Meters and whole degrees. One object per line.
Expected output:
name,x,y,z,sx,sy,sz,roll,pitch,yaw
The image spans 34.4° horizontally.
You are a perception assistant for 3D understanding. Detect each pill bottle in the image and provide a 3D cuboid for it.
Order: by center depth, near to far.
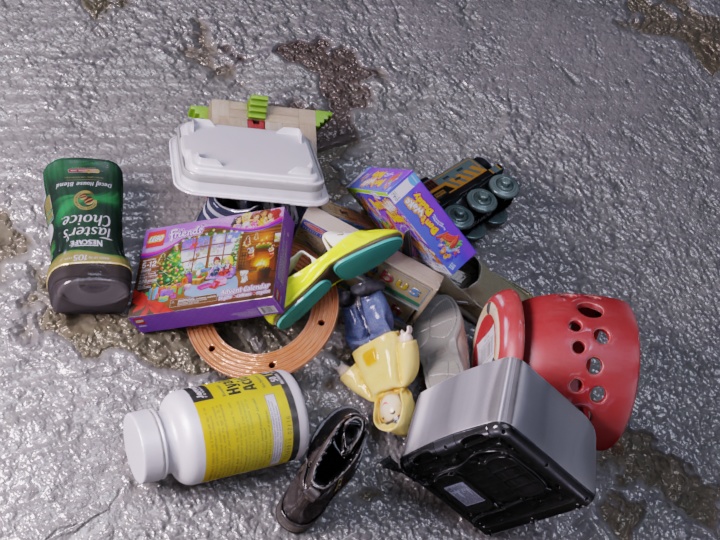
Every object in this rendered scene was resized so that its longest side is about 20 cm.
pill bottle,-0.169,0.187,1.358,0.199,0.111,0.112,-10,62,-27

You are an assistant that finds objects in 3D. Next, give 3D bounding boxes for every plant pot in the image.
plant pot,0.245,0.126,1.512,0.181,0.201,0.202,7,56,-8

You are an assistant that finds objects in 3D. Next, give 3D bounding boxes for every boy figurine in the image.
boy figurine,0.019,0.119,1.485,0.064,0.124,0.201,8,63,-61

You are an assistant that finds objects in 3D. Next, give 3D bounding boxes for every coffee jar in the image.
coffee jar,-0.343,-0.040,1.455,0.104,0.085,0.201,0,59,-21

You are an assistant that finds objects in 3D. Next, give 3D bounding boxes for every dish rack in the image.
dish rack,-0.143,-0.146,1.496,0.198,0.044,0.172,4,32,-15

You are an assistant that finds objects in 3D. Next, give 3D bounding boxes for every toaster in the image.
toaster,0.159,0.213,1.398,0.200,0.180,0.119,40,44,-24

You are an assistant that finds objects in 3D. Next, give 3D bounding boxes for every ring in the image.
ring,-0.125,0.050,1.485,0.199,0.019,0.202,-3,61,5

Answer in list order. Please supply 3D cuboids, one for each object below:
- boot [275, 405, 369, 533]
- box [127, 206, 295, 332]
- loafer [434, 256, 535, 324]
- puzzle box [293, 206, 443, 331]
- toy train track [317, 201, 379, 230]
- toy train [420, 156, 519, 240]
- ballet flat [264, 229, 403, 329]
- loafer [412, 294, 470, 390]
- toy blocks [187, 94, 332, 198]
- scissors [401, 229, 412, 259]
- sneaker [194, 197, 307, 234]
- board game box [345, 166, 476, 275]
boot,-0.024,0.211,1.359,0.069,0.174,0.201,31,53,0
box,-0.185,-0.001,1.452,0.199,0.039,0.138,-9,53,18
loafer,0.163,0.025,1.621,0.199,0.068,0.076,20,53,-8
puzzle box,0.000,0.000,1.533,0.199,0.133,0.026,28,57,-1
toy train track,-0.010,-0.062,1.586,0.200,0.032,0.115,17,45,-56
toy train,0.144,-0.101,1.693,0.114,0.085,0.200,42,53,20
ballet flat,-0.043,-0.008,1.445,0.199,0.067,0.067,-35,66,1
loafer,0.113,0.116,1.542,0.071,0.063,0.201,-20,35,13
toy blocks,-0.138,-0.159,1.621,0.198,0.100,0.138,4,69,-18
scissors,0.066,-0.007,1.525,0.073,0.200,0.014,28,67,-3
sneaker,-0.121,-0.083,1.554,0.199,0.109,0.070,-9,60,-26
board game box,0.062,-0.068,1.511,0.045,0.200,0.135,-41,104,-8
